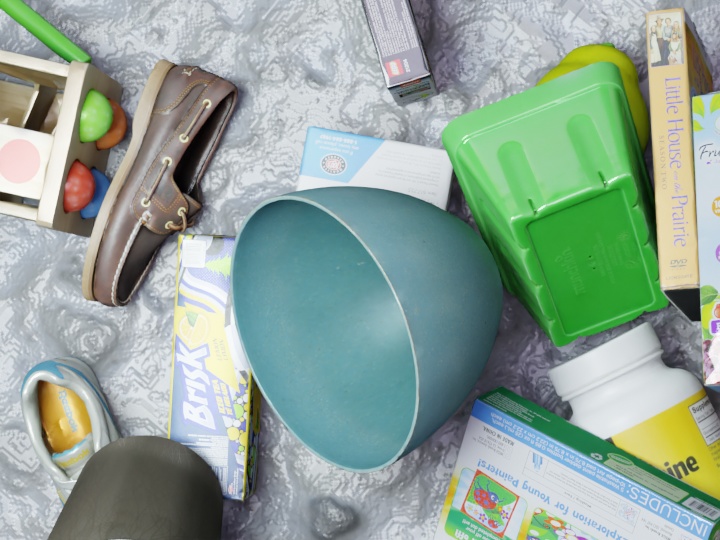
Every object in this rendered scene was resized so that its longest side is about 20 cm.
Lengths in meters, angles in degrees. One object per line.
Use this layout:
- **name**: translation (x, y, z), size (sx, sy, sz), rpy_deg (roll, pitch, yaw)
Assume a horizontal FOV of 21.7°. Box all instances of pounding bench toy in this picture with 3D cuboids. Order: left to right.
- **pounding bench toy**: translation (-0.257, -0.138, 1.439), size (0.156, 0.124, 0.200), rpy_deg (12, 89, 6)

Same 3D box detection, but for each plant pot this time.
- **plant pot**: translation (0.022, 0.025, 1.322), size (0.135, 0.200, 0.200), rpy_deg (-22, 85, -35)

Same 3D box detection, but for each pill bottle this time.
- **pill bottle**: translation (0.220, 0.146, 1.388), size (0.112, 0.112, 0.200), rpy_deg (-27, 85, 4)

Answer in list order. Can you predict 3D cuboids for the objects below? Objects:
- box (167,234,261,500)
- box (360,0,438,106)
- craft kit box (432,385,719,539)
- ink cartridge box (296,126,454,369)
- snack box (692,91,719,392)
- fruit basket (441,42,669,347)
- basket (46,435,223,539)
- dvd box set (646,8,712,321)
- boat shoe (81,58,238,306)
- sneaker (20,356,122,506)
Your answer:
- **box**: translation (-0.110, 0.073, 1.444), size (0.064, 0.070, 0.200), rpy_deg (4, 88, 5)
- **box**: translation (0.012, -0.230, 1.424), size (0.035, 0.110, 0.200), rpy_deg (-17, 87, 5)
- **craft kit box**: translation (0.148, 0.215, 1.359), size (0.200, 0.048, 0.198), rpy_deg (28, 113, 26)
- **ink cartridge box**: translation (0.000, 0.000, 1.436), size (0.116, 0.068, 0.200), rpy_deg (11, 88, 4)
- **snack box**: translation (0.285, -0.009, 1.295), size (0.068, 0.169, 0.200), rpy_deg (-5, 76, 25)
- **fruit basket**: translation (0.151, -0.078, 1.385), size (0.155, 0.216, 0.216), rpy_deg (-21, 86, 4)
- **basket**: translation (-0.162, 0.210, 1.316), size (0.136, 0.200, 0.180), rpy_deg (27, 113, -9)
- **dvd box set**: translation (0.237, -0.072, 1.358), size (0.029, 0.146, 0.200), rpy_deg (-5, 77, 17)
- **boat shoe**: translation (-0.155, -0.063, 1.453), size (0.070, 0.070, 0.200), rpy_deg (19, 90, 10)
- **sneaker**: translation (-0.206, 0.162, 1.445), size (0.076, 0.081, 0.200), rpy_deg (-30, 88, 2)
